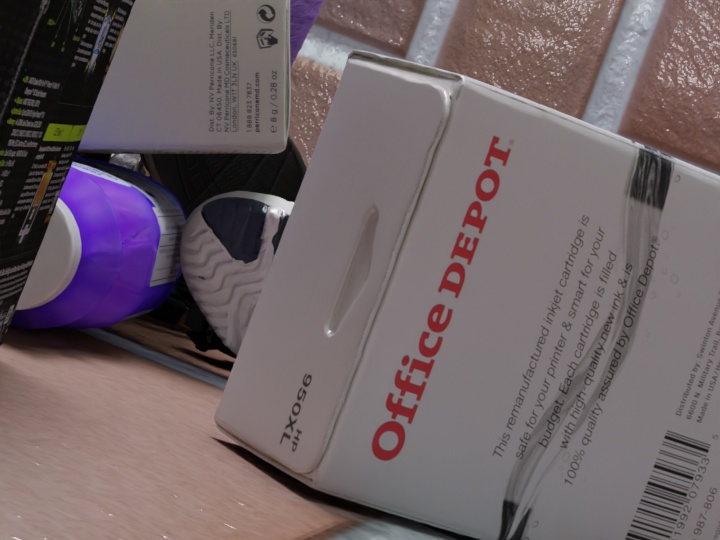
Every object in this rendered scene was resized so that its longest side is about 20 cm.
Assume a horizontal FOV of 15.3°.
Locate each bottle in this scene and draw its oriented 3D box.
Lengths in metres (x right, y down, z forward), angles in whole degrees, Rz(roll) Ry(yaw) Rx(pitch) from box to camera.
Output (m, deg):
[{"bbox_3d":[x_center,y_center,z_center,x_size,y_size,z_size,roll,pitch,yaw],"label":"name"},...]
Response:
[{"bbox_3d":[-0.120,-0.012,1.068,0.083,0.066,0.200,14,2,4],"label":"bottle"}]

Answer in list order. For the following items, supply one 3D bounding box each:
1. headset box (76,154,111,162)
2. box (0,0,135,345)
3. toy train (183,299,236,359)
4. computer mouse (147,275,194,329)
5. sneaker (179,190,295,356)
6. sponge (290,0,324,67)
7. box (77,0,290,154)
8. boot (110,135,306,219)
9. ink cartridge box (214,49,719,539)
[{"bbox_3d":[-0.211,-0.067,1.372,0.148,0.077,0.200,21,2,-11],"label":"headset box"},{"bbox_3d":[-0.109,-0.064,0.823,0.047,0.194,0.200,19,4,0],"label":"box"},{"bbox_3d":[-0.001,0.042,1.243,0.046,0.034,0.200,28,7,42],"label":"toy train"},{"bbox_3d":[-0.146,-0.005,1.214,0.200,0.034,0.059,25,-17,-30],"label":"computer mouse"},{"bbox_3d":[0.000,0.000,1.183,0.199,0.080,0.130,20,24,-24],"label":"sneaker"},{"bbox_3d":[-0.082,-0.113,1.238,0.111,0.030,0.200,0,-12,-9],"label":"sponge"},{"bbox_3d":[-0.130,-0.082,1.107,0.199,0.069,0.082,1,2,-7],"label":"box"},{"bbox_3d":[-0.081,-0.032,1.337,0.150,0.073,0.200,20,-20,46],"label":"boot"},{"bbox_3d":[0.069,0.023,0.946,0.200,0.145,0.084,20,1,-31],"label":"ink cartridge box"}]
